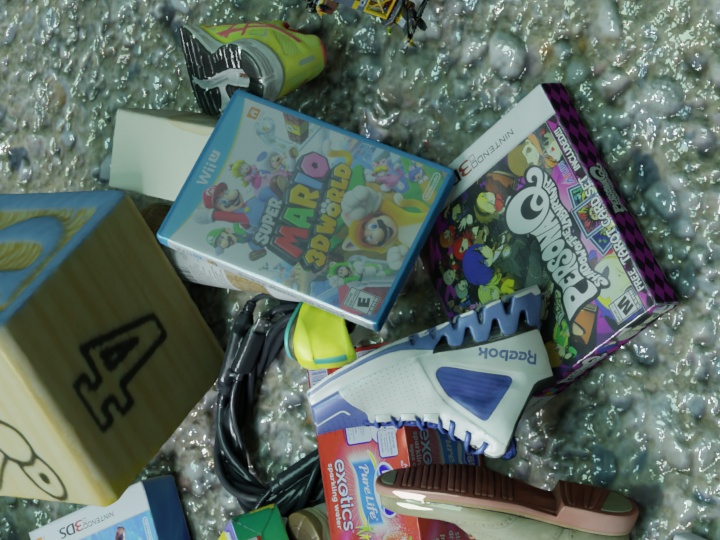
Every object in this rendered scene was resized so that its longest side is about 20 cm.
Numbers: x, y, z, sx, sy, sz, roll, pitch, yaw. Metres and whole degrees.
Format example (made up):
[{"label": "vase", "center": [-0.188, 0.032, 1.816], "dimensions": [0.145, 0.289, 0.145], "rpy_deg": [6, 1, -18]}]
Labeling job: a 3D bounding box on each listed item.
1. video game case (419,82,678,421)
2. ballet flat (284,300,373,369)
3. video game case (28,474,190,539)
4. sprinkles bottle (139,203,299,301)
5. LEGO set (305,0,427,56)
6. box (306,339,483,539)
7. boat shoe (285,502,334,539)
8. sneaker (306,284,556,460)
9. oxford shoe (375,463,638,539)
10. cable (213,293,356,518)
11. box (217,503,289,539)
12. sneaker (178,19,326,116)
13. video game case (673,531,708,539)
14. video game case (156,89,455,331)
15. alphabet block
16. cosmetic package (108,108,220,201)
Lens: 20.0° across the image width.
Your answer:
[{"label": "video game case", "center": [0.133, -0.012, 1.578], "dimensions": [0.181, 0.036, 0.201], "rpy_deg": [-40, 66, 37]}, {"label": "ballet flat", "center": [0.000, 0.000, 1.636], "dimensions": [0.067, 0.201, 0.067], "rpy_deg": [2, 138, 24]}, {"label": "video game case", "center": [-0.220, 0.314, 1.907], "dimensions": [0.181, 0.045, 0.202], "rpy_deg": [-27, 74, 41]}, {"label": "sprinkles bottle", "center": [-0.116, -0.017, 1.781], "dimensions": [0.199, 0.068, 0.069], "rpy_deg": [9, 98, 42]}, {"label": "LEGO set", "center": [0.043, -0.282, 1.624], "dimensions": [0.201, 0.115, 0.154], "rpy_deg": [-65, 24, 18]}, {"label": "box", "center": [0.034, 0.158, 1.635], "dimensions": [0.099, 0.095, 0.202], "rpy_deg": [-14, 83, 42]}, {"label": "boat shoe", "center": [-0.010, 0.282, 1.696], "dimensions": [0.074, 0.066, 0.202], "rpy_deg": [26, 131, 48]}, {"label": "sneaker", "center": [0.063, 0.099, 1.532], "dimensions": [0.198, 0.081, 0.116], "rpy_deg": [-23, 87, 1]}, {"label": "oxford shoe", "center": [0.106, 0.195, 1.538], "dimensions": [0.198, 0.071, 0.074], "rpy_deg": [10, 107, 7]}, {"label": "cable", "center": [-0.061, 0.129, 1.759], "dimensions": [0.163, 0.051, 0.201], "rpy_deg": [26, 107, 33]}, {"label": "box", "center": [-0.089, 0.281, 1.731], "dimensions": [0.200, 0.048, 0.118], "rpy_deg": [116, 136, -67]}, {"label": "sneaker", "center": [-0.091, -0.179, 1.754], "dimensions": [0.200, 0.090, 0.079], "rpy_deg": [25, 133, 60]}, {"label": "video game case", "center": [0.290, 0.307, 1.458], "dimensions": [0.199, 0.024, 0.184], "rpy_deg": [20, 105, 40]}, {"label": "video game case", "center": [-0.043, -0.050, 1.608], "dimensions": [0.199, 0.018, 0.144], "rpy_deg": [21, 72, 19]}, {"label": "alphabet block", "center": [-0.272, 0.066, 1.792], "dimensions": [0.194, 0.197, 0.201], "rpy_deg": [2, 131, 43]}, {"label": "cosmetic package", "center": [-0.112, -0.091, 1.752], "dimensions": [0.199, 0.103, 0.074], "rpy_deg": [14, 100, 39]}]
